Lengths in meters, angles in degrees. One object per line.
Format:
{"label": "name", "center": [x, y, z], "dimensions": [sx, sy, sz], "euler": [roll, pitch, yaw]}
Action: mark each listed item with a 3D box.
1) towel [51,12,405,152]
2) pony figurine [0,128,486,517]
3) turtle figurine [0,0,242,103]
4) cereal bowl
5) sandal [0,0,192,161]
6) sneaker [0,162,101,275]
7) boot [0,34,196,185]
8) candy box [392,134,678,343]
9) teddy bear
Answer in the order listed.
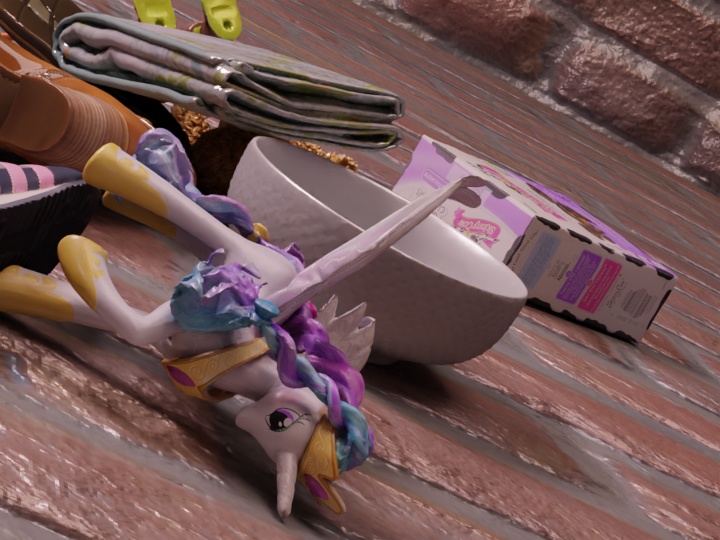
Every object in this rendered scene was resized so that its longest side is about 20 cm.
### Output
{"label": "towel", "center": [-0.088, -0.126, 1.479], "dimensions": [0.171, 0.048, 0.200], "euler": [9, 10, -41]}
{"label": "pony figurine", "center": [-0.051, 0.016, 1.069], "dimensions": [0.200, 0.167, 0.193], "euler": [35, 44, 10]}
{"label": "turtle figurine", "center": [-0.164, -0.160, 1.636], "dimensions": [0.200, 0.065, 0.161], "euler": [13, -21, -21]}
{"label": "cereal bowl", "center": [0.000, 0.000, 1.370], "dimensions": [0.200, 0.083, 0.200], "euler": [28, 11, -6]}
{"label": "sandal", "center": [-0.199, -0.131, 1.549], "dimensions": [0.200, 0.055, 0.082], "euler": [45, 26, 7]}
{"label": "sneaker", "center": [-0.192, -0.035, 1.065], "dimensions": [0.082, 0.070, 0.200], "euler": [34, 10, 11]}
{"label": "boot", "center": [-0.202, -0.105, 1.366], "dimensions": [0.200, 0.077, 0.155], "euler": [24, 0, 29]}
{"label": "candy box", "center": [0.148, -0.027, 1.910], "dimensions": [0.200, 0.072, 0.168], "euler": [20, 14, -43]}
{"label": "teddy bear", "center": [-0.070, -0.089, 1.640], "dimensions": [0.145, 0.067, 0.200], "euler": [33, 11, 28]}
